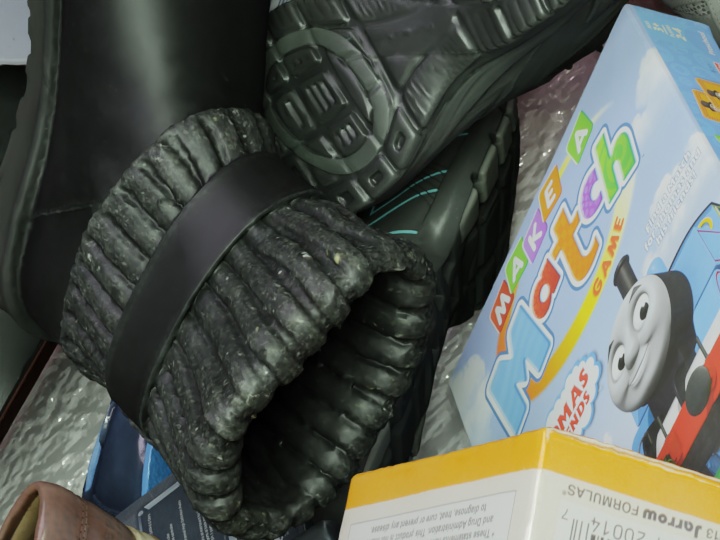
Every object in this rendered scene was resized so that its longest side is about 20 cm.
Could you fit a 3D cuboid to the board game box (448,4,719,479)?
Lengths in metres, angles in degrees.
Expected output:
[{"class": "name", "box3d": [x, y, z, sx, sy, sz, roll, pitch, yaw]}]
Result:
[{"class": "board game box", "box3d": [0.089, 0.034, 0.888, 0.200, 0.036, 0.152, -109, 37, -56]}]

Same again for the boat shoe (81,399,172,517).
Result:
[{"class": "boat shoe", "box3d": [-0.059, 0.006, 1.108, 0.068, 0.084, 0.201, -5, 51, 51]}]

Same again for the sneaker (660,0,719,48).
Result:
[{"class": "sneaker", "box3d": [0.111, -0.142, 1.055, 0.075, 0.082, 0.200, -45, 33, 7]}]

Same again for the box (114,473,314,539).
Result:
[{"class": "box", "box3d": [-0.058, 0.159, 0.980, 0.157, 0.051, 0.200, -37, 35, 16]}]

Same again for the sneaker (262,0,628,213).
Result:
[{"class": "sneaker", "box3d": [0.036, -0.075, 0.963, 0.200, 0.091, 0.076, -34, 74, 37]}]

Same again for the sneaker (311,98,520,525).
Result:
[{"class": "sneaker", "box3d": [0.000, 0.000, 1.009, 0.079, 0.076, 0.200, 13, 45, 15]}]

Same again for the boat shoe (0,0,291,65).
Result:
[{"class": "boat shoe", "box3d": [-0.081, -0.105, 1.057, 0.199, 0.065, 0.074, 12, 100, 40]}]

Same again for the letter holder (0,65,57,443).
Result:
[{"class": "letter holder", "box3d": [-0.152, -0.011, 1.166, 0.201, 0.100, 0.142, -61, 1, -14]}]

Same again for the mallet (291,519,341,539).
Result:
[{"class": "mallet", "box3d": [-0.053, 0.108, 0.837, 0.066, 0.200, 0.041, -43, 74, 17]}]

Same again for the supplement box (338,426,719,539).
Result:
[{"class": "supplement box", "box3d": [0.033, 0.153, 0.794, 0.126, 0.073, 0.201, -20, 55, 64]}]

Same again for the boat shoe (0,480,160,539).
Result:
[{"class": "boat shoe", "box3d": [-0.136, 0.160, 0.958, 0.200, 0.072, 0.072, -57, 34, -7]}]

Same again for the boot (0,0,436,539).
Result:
[{"class": "boot", "box3d": [-0.038, -0.040, 0.910, 0.158, 0.079, 0.212, 37, 121, 48]}]
